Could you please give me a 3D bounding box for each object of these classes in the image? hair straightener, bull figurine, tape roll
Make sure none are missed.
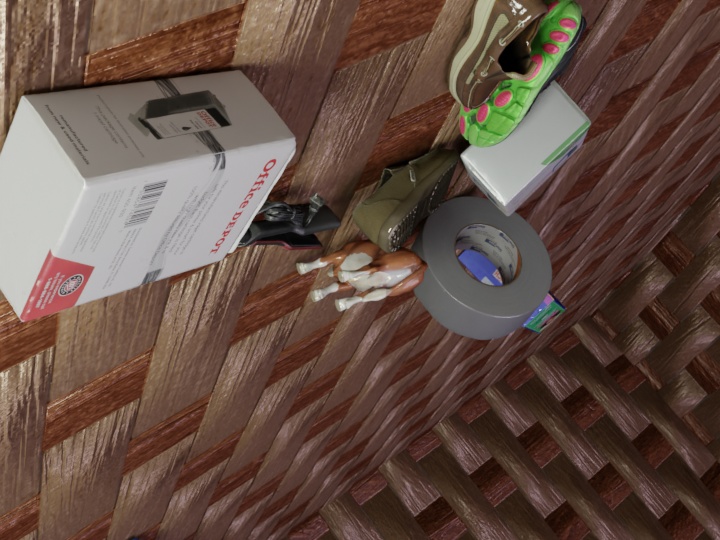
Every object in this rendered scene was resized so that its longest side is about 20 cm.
[{"bbox_3d":[-0.076,-0.059,1.037,0.077,0.041,0.199,-47,158,20],"label":"hair straightener"},{"bbox_3d":[0.000,0.000,1.203,0.120,0.066,0.199,-21,-170,-24],"label":"bull figurine"},{"bbox_3d":[0.169,-0.005,1.418,0.199,0.201,0.066,-29,161,-33],"label":"tape roll"}]

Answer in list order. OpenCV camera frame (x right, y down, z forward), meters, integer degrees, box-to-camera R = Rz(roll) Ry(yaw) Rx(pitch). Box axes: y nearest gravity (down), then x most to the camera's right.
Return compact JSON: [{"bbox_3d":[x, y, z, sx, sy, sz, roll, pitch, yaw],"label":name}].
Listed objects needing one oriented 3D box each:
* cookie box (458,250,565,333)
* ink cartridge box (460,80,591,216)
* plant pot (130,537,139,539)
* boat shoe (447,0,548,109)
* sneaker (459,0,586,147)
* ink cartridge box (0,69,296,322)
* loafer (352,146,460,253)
[{"bbox_3d":[0.274,0.024,1.785,0.075,0.171,0.200,-45,164,9],"label":"cookie box"},{"bbox_3d":[0.210,-0.153,1.279,0.145,0.088,0.200,-43,175,6],"label":"ink cartridge box"},{"bbox_3d":[-0.430,0.613,1.720,0.199,0.180,0.201,-28,160,-33],"label":"plant pot"},{"bbox_3d":[0.142,-0.219,1.027,0.074,0.075,0.203,-35,163,-17],"label":"boat shoe"},{"bbox_3d":[0.190,-0.217,1.139,0.200,0.077,0.083,-48,158,29],"label":"sneaker"},{"bbox_3d":[-0.164,-0.060,0.738,0.199,0.083,0.147,-20,155,-49],"label":"ink cartridge box"},{"bbox_3d":[0.056,-0.097,1.175,0.200,0.067,0.077,-46,160,-49],"label":"loafer"}]
